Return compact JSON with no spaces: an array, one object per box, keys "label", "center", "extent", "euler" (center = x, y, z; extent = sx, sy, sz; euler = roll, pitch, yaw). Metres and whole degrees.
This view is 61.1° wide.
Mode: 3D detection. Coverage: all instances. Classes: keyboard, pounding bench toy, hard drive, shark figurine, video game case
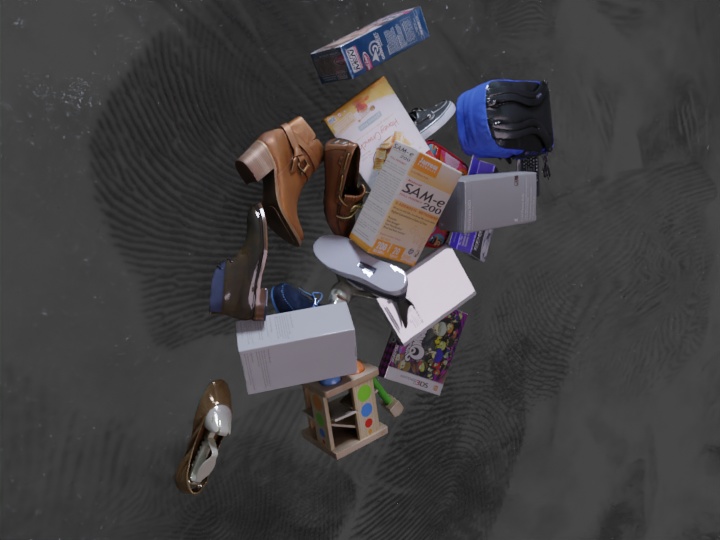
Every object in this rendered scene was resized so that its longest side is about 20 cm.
[{"label":"keyboard","center":[0.427,-0.279,1.494],"extent":[0.127,0.021,0.201],"euler":[-17,109,-34]},{"label":"pounding bench toy","center":[-0.012,0.237,1.192],"extent":[0.200,0.124,0.157],"euler":[-18,109,-34]},{"label":"hard drive","center":[0.135,0.049,1.283],"extent":[0.200,0.026,0.132],"euler":[-34,102,-15]},{"label":"shark figurine","center":[0.001,0.057,1.203],"extent":[0.214,0.128,0.090],"euler":[8,126,-39]},{"label":"video game case","center":[0.139,0.161,1.347],"extent":[0.181,0.036,0.201],"euler":[25,83,-37]}]

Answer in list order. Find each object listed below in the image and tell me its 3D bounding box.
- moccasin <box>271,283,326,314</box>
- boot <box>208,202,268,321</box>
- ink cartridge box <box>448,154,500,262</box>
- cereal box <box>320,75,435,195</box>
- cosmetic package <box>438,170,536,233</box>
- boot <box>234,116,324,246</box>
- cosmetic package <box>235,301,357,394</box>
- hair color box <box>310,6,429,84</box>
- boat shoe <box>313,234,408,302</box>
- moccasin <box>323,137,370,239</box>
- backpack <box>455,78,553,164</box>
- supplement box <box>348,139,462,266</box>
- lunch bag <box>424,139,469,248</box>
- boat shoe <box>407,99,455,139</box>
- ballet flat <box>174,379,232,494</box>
[{"label":"moccasin","center":[-0.084,0.081,1.133],"extent":[0.200,0.068,0.081],"euler":[44,37,-41]},{"label":"boot","center":[-0.205,-0.015,1.020],"extent":[0.097,0.075,0.201],"euler":[0,85,-13]},{"label":"ink cartridge box","center":[0.258,-0.129,1.327],"extent":[0.200,0.043,0.199],"euler":[15,90,-65]},{"label":"cereal box","center":[0.039,-0.239,1.147],"extent":[0.144,0.040,0.200],"euler":[-39,106,-8]},{"label":"cosmetic package","center":[0.255,-0.140,1.224],"extent":[0.200,0.090,0.107],"euler":[-14,108,-33]},{"label":"boot","center":[-0.114,-0.157,1.077],"extent":[0.155,0.074,0.200],"euler":[-45,127,-29]},{"label":"cosmetic package","center":[-0.109,0.134,1.061],"extent":[0.199,0.081,0.113],"euler":[-9,129,-11]},{"label":"hair color box","center":[0.019,-0.410,1.108],"extent":[0.200,0.100,0.061],"euler":[-37,118,-26]},{"label":"boat shoe","center":[0.000,0.000,1.136],"extent":[0.072,0.200,0.068],"euler":[-56,159,-25]},{"label":"moccasin","center":[-0.022,-0.143,1.122],"extent":[0.074,0.078,0.202],"euler":[-40,139,-51]},{"label":"backpack","center":[0.289,-0.305,1.286],"extent":[0.200,0.168,0.163],"euler":[-9,88,-39]},{"label":"supplement box","center":[0.083,-0.120,1.122],"extent":[0.126,0.074,0.200],"euler":[15,107,-40]},{"label":"lunch bag","center":[0.125,-0.161,1.254],"extent":[0.176,0.082,0.201],"euler":[27,80,-33]},{"label":"boat shoe","center":[0.115,-0.294,1.225],"extent":[0.200,0.069,0.057],"euler":[-43,111,-23]},{"label":"ballet flat","center":[-0.261,0.291,1.047],"extent":[0.068,0.072,0.201],"euler":[27,82,-38]}]
